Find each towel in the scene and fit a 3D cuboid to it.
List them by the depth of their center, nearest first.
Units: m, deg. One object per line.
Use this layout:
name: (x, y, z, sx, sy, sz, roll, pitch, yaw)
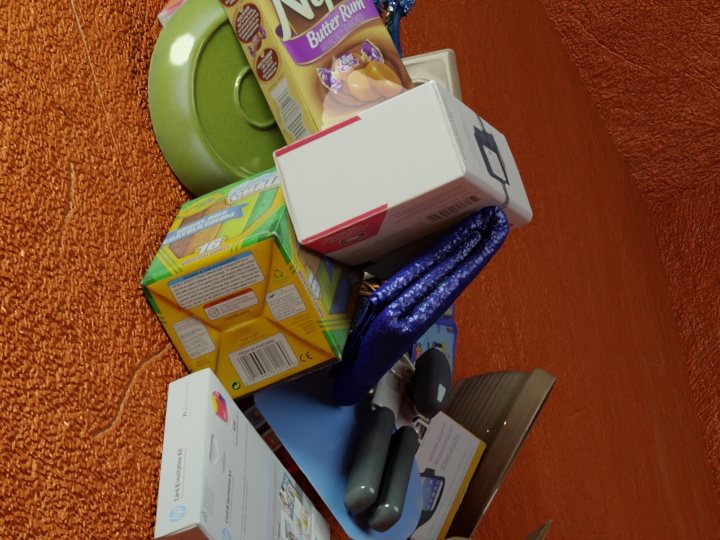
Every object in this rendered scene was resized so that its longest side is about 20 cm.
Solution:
towel: (0.041, 0.027, 1.366, 0.050, 0.148, 0.200, 43, -25, 4)

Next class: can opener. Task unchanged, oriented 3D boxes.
can opener: (0.035, 0.133, 1.412, 0.053, 0.067, 0.201, 39, 30, -14)

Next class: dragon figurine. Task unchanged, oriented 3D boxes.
dragon figurine: (0.004, -0.176, 1.562, 0.100, 0.058, 0.201, 54, 54, -40)

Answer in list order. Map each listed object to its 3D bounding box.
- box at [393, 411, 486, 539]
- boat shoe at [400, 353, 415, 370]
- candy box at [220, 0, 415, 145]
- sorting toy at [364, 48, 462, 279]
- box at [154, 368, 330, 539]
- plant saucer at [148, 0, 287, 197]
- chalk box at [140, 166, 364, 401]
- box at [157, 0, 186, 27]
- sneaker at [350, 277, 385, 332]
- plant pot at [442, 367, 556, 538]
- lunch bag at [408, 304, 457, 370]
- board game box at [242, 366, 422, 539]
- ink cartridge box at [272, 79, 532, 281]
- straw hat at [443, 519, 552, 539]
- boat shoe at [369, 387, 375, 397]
box: (0.046, 0.186, 1.565, 0.120, 0.041, 0.200, -64, 147, -9)
boat shoe: (0.024, 0.093, 1.657, 0.201, 0.071, 0.068, 65, 18, -2)
candy box: (-0.042, -0.205, 1.431, 0.116, 0.056, 0.201, -19, 78, -35)
sorting toy: (0.025, -0.095, 1.519, 0.199, 0.036, 0.187, -18, 103, -37)
box: (-0.084, 0.197, 1.259, 0.157, 0.041, 0.201, -92, 156, -49)
plant saucer: (-0.096, -0.151, 1.461, 0.199, 0.031, 0.202, 3, 86, -42)
chalk box: (-0.080, -0.004, 1.366, 0.124, 0.124, 0.200, 62, 17, -21)
box: (-0.093, -0.186, 1.570, 0.201, 0.102, 0.095, 63, 18, -21)
sneaker: (0.000, 0.000, 1.573, 0.078, 0.078, 0.201, 14, 41, -13)
plant pot: (0.120, 0.179, 1.746, 0.092, 0.202, 0.201, 28, 15, 9)
lunch bag: (0.050, 0.068, 1.778, 0.150, 0.093, 0.202, 11, 72, -72)
board game box: (-0.028, 0.150, 1.415, 0.201, 0.039, 0.158, 54, 28, 1)
ink cartridge box: (0.039, -0.067, 1.347, 0.200, 0.144, 0.085, 22, 48, -67)
straw hat: (0.099, 0.303, 1.598, 0.085, 0.202, 0.201, 29, 12, 13)
boat shoe: (-0.007, 0.108, 1.550, 0.200, 0.068, 0.072, 42, 32, -56)
